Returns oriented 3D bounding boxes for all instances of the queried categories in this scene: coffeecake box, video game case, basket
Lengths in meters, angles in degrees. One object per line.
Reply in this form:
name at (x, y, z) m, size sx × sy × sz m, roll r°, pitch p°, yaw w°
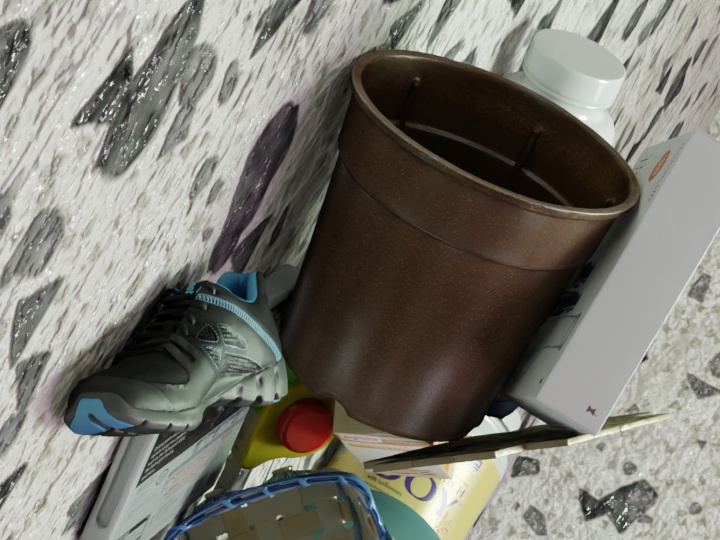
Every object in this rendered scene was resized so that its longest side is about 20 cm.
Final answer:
coffeecake box at (0.033, 0.064, 1.752) m, size 0.200 × 0.073 × 0.154 m, roll 61°, pitch 34°, yaw -76°
video game case at (-0.113, 0.099, 1.555) m, size 0.182 × 0.023 × 0.200 m, roll -65°, pitch 167°, yaw 23°
basket at (-0.057, 0.216, 1.622) m, size 0.176 × 0.139 × 0.200 m, roll -19°, pitch -165°, yaw -4°

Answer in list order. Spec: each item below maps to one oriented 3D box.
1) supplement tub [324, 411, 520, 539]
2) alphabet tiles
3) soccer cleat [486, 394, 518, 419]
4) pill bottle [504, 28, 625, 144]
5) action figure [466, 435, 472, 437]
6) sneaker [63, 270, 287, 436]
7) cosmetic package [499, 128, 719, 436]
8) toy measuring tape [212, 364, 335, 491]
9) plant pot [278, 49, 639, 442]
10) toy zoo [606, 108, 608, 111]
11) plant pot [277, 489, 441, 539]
supplement tub at (0.046, 0.191, 2.169) m, size 0.200 × 0.145 × 0.145 m, roll -57°, pitch 168°, yaw -19°
alphabet tiles at (0.106, 0.115, 1.591) m, size 0.200 × 0.166 × 0.006 m, roll -7°, pitch 88°, yaw -53°
soccer cleat at (0.106, 0.015, 1.688) m, size 0.084 × 0.065 × 0.200 m, roll 116°, pitch -15°, yaw -46°
pill bottle at (0.146, -0.096, 1.976) m, size 0.111 × 0.111 × 0.200 m, roll -41°, pitch 158°, yaw -59°
action figure at (0.063, 0.074, 2.003) m, size 0.149 × 0.200 × 0.134 m, roll -137°, pitch -145°, yaw -73°
sneaker at (-0.111, 0.049, 1.368) m, size 0.200 × 0.073 × 0.082 m, roll -18°, pitch 105°, yaw -65°
cosmetic package at (0.171, 0.009, 1.538) m, size 0.200 × 0.052 × 0.151 m, roll -59°, pitch -174°, yaw -5°
toy measuring tape at (-0.062, 0.132, 1.726) m, size 0.200 × 0.073 × 0.074 m, roll -65°, pitch 168°, yaw 21°
plant pot at (0.049, -0.009, 1.539) m, size 0.199 × 0.200 × 0.200 m, roll -65°, pitch 168°, yaw 23°
toy zoo at (0.172, -0.033, 2.052) m, size 0.131 × 0.020 × 0.200 m, roll -11°, pitch -102°, yaw 57°
plant pot at (-0.037, 0.296, 1.965) m, size 0.161 × 0.200 × 0.201 m, roll -14°, pitch 134°, yaw -57°
